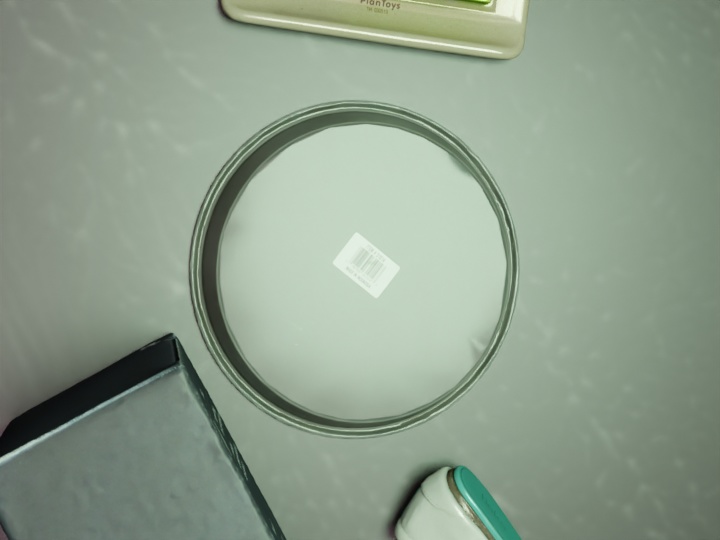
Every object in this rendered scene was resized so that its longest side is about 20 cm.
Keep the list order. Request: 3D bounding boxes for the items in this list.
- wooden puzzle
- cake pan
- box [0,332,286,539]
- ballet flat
[{"bbox_3d":[0.020,-0.234,0.978,0.183,0.037,0.202,7,90,-8],"label":"wooden puzzle"},{"bbox_3d":[0.000,0.000,0.981,0.199,0.037,0.202,0,91,-8],"label":"cake pan"},{"bbox_3d":[-0.100,0.152,0.891,0.117,0.197,0.201,-27,95,-5],"label":"box"},{"bbox_3d":[0.094,0.206,0.994,0.069,0.069,0.200,-40,92,-5],"label":"ballet flat"}]
